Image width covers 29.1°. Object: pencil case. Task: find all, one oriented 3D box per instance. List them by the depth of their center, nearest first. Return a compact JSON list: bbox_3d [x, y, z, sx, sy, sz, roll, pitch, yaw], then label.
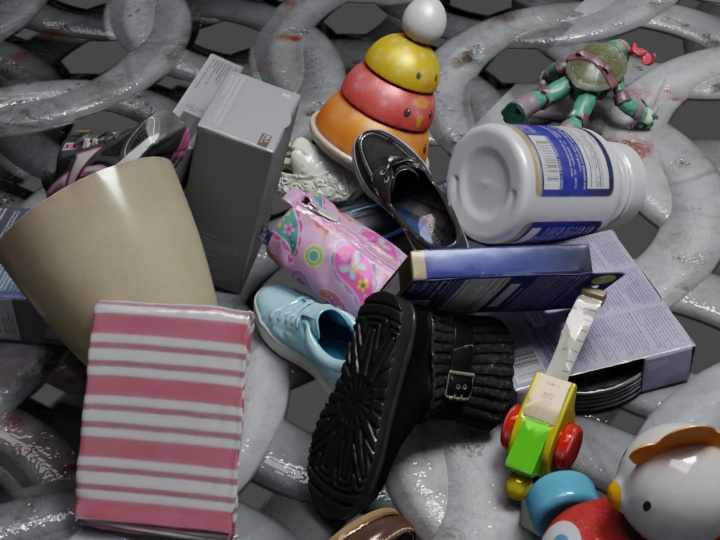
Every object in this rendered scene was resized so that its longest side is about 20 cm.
[{"bbox_3d":[0.000,0.000,1.362,0.200,0.088,0.087,36,52,17],"label":"pencil case"}]

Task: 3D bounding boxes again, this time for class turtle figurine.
[{"bbox_3d":[0.267,-0.215,1.631,0.149,0.101,0.200,31,56,34],"label":"turtle figurine"}]

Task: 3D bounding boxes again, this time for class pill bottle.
[{"bbox_3d":[0.198,-0.089,1.429,0.199,0.120,0.120,-2,32,-39],"label":"pill bottle"}]

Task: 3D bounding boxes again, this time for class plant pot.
[{"bbox_3d":[-0.211,0.028,1.293,0.187,0.187,0.201,-26,79,-25],"label":"plant pot"}]

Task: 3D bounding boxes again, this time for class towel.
[{"bbox_3d":[-0.169,0.128,1.200,0.145,0.201,0.030,5,-3,9],"label":"towel"}]

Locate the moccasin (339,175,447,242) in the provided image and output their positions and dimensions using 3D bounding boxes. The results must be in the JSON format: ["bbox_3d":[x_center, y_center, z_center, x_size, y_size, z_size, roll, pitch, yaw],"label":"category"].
[{"bbox_3d":[0.027,-0.067,1.465,0.199,0.080,0.068,-24,84,-24],"label":"moccasin"}]

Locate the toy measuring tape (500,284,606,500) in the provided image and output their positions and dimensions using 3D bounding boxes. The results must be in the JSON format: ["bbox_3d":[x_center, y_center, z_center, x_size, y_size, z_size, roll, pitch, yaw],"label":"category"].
[{"bbox_3d":[0.176,0.113,1.233,0.073,0.074,0.201,18,74,24],"label":"toy measuring tape"}]

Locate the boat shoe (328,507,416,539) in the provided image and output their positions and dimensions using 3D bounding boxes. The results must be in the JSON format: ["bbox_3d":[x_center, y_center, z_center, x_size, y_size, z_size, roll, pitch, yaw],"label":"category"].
[{"bbox_3d":[-0.025,0.268,1.092,0.200,0.071,0.070,-37,43,-23],"label":"boat shoe"}]

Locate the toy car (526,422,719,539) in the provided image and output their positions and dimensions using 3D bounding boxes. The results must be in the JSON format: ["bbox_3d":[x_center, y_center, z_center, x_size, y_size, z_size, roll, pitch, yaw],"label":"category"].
[{"bbox_3d":[0.224,0.186,1.071,0.176,0.201,0.185,-8,40,-5],"label":"toy car"}]

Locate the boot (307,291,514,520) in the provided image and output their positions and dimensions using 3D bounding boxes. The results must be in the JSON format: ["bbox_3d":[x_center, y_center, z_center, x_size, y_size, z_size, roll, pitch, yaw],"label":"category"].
[{"bbox_3d":[0.052,0.130,1.235,0.157,0.212,0.079,19,1,-42],"label":"boot"}]

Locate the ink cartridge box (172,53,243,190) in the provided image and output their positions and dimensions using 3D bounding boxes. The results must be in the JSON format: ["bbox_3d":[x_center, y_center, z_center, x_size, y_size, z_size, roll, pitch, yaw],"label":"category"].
[{"bbox_3d":[-0.194,-0.114,1.478,0.043,0.174,0.200,23,34,-3],"label":"ink cartridge box"}]

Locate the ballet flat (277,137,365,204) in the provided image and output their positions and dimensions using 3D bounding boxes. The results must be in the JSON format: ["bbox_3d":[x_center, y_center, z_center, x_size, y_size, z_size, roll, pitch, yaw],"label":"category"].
[{"bbox_3d":[-0.090,-0.124,1.566,0.199,0.072,0.072,13,42,17],"label":"ballet flat"}]

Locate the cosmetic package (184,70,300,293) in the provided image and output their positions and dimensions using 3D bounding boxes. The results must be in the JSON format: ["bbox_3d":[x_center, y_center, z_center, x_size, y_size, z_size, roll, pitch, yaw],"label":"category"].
[{"bbox_3d":[-0.129,-0.088,1.414,0.090,0.201,0.107,17,40,3],"label":"cosmetic package"}]

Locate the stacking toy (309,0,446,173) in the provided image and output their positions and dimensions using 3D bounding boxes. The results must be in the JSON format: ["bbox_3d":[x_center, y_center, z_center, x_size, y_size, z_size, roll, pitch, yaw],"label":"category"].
[{"bbox_3d":[0.039,-0.211,1.534,0.145,0.201,0.146,18,27,-10],"label":"stacking toy"}]

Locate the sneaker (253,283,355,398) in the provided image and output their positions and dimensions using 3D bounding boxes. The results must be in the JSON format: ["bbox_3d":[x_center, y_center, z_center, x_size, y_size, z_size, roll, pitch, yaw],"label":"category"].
[{"bbox_3d":[-0.037,0.054,1.336,0.074,0.082,0.200,-28,46,-28],"label":"sneaker"}]

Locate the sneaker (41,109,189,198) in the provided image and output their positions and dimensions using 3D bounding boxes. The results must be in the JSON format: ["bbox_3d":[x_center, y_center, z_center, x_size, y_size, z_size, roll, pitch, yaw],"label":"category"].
[{"bbox_3d":[-0.253,-0.106,1.348,0.080,0.200,0.087,-20,78,-56],"label":"sneaker"}]

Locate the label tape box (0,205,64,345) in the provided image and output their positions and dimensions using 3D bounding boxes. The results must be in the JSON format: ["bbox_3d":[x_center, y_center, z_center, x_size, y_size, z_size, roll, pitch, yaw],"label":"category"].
[{"bbox_3d":[-0.376,-0.001,1.438,0.199,0.064,0.145,6,41,9],"label":"label tape box"}]

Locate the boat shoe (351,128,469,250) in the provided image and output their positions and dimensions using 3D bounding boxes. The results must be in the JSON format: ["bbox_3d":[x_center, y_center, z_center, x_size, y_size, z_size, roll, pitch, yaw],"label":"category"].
[{"bbox_3d":[0.047,-0.079,1.393,0.070,0.066,0.201,-24,59,-6],"label":"boat shoe"}]

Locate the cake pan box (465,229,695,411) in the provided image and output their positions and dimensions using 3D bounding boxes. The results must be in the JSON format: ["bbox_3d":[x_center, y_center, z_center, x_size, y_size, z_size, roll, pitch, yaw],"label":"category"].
[{"bbox_3d":[0.202,0.051,1.350,0.183,0.053,0.200,-15,41,-11],"label":"cake pan box"}]

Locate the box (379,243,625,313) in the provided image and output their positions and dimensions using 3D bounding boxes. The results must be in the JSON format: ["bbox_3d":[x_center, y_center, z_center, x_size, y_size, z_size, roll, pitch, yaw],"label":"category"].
[{"bbox_3d":[0.127,0.010,1.257,0.199,0.121,0.033,-1,73,-14],"label":"box"}]
